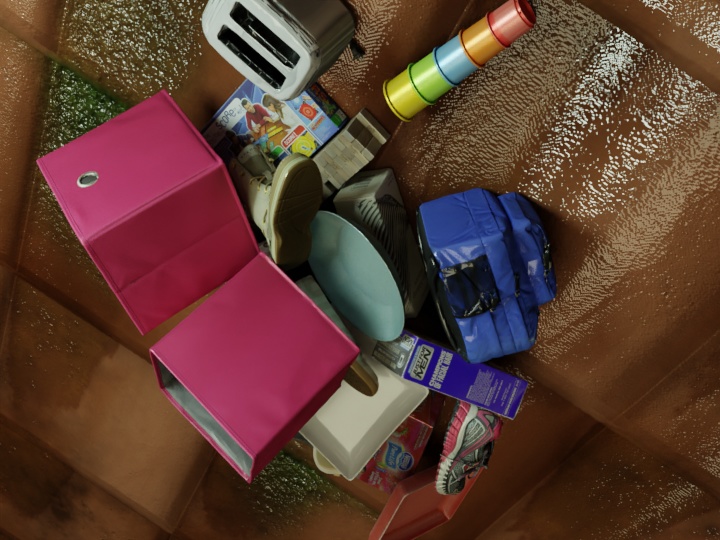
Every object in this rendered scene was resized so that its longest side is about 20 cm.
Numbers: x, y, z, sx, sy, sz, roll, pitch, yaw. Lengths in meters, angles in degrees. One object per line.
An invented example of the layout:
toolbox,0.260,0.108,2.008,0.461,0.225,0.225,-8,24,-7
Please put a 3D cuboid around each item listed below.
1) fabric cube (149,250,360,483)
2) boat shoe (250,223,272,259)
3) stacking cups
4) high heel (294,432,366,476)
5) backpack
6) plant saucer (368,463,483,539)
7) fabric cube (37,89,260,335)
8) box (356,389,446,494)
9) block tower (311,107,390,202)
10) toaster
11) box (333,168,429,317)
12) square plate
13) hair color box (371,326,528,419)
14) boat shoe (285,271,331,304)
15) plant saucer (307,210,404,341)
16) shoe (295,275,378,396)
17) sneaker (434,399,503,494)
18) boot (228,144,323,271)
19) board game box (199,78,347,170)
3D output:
fabric cube,-0.146,0.137,1.157,0.196,0.199,0.200,42,157,9
boat shoe,-0.162,-0.041,1.285,0.197,0.071,0.070,-12,118,22
stacking cups,0.115,-0.257,1.002,0.199,0.061,0.061,-33,106,35
high heel,-0.028,0.302,1.419,0.198,0.072,0.142,18,175,44
backpack,0.170,0.015,1.101,0.165,0.163,0.203,-12,118,9
plant saucer,0.105,0.384,1.405,0.037,0.197,0.202,49,136,31
fabric cube,-0.281,-0.080,1.142,0.197,0.198,0.201,49,165,37
box,0.066,0.263,1.374,0.094,0.100,0.202,23,130,8
block tower,-0.047,-0.137,1.164,0.054,0.058,0.199,43,129,-11
toaster,-0.096,-0.294,1.023,0.199,0.130,0.114,41,132,-7
box,0.033,-0.035,1.185,0.067,0.083,0.202,-5,123,28
square plate,-0.025,0.182,1.282,0.198,0.028,0.201,42,107,7
hair color box,0.127,0.140,1.198,0.198,0.109,0.066,21,92,-25
boat shoe,-0.113,0.038,1.312,0.198,0.074,0.064,10,114,11
plant saucer,0.000,0.000,1.129,0.200,0.039,0.203,39,150,28
shoe,-0.033,0.094,1.218,0.201,0.053,0.070,51,157,-4
sneaker,0.157,0.276,1.250,0.074,0.081,0.202,18,138,11
boot,-0.116,-0.114,1.104,0.156,0.071,0.201,57,155,27
board game box,-0.128,-0.198,1.171,0.136,0.035,0.199,46,130,-11
